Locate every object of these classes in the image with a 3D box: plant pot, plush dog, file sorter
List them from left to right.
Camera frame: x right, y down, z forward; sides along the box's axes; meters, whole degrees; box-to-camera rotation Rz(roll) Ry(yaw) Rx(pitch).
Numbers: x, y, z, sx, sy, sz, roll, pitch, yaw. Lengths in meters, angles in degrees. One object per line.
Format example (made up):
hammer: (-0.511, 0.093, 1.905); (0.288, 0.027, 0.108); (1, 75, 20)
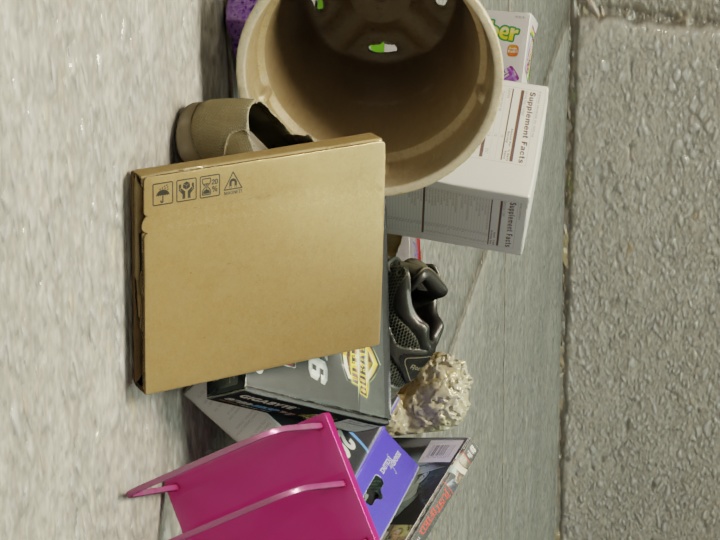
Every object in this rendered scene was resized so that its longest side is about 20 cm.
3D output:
file sorter: (-0.065, 0.221, 1.509); (0.200, 0.139, 0.125); (68, 15, 8)
plush dog: (-0.016, 0.064, 1.867); (0.160, 0.200, 0.172); (-6, 90, -36)
plant pot: (0.012, -0.186, 1.645); (0.184, 0.200, 0.201); (-82, 172, -62)

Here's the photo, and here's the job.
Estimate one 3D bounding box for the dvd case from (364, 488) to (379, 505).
dvd case: (-0.060, 0.281, 1.734); (0.025, 0.150, 0.200); (29, 61, -39)

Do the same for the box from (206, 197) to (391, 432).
box: (-0.046, 0.015, 1.629); (0.159, 0.046, 0.200); (18, 64, -43)

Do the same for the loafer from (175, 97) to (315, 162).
loafer: (-0.052, -0.056, 1.561); (0.200, 0.067, 0.076); (39, 52, -32)

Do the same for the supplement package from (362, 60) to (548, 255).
supplement package: (0.051, -0.099, 1.786); (0.114, 0.200, 0.110); (90, 10, -65)

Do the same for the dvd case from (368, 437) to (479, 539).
dvd case: (0.002, 0.222, 1.798); (0.022, 0.146, 0.200); (52, 53, -28)

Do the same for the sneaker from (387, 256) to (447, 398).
sneaker: (0.000, 0.000, 1.750); (0.199, 0.114, 0.076); (55, 20, 19)

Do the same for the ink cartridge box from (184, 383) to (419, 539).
ink cartridge box: (-0.031, 0.119, 1.702); (0.043, 0.200, 0.198); (-44, -176, 23)

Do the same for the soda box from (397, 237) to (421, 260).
soda box: (0.024, -0.022, 2.083); (0.070, 0.063, 0.200); (38, 48, -76)

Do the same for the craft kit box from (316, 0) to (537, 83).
craft kit box: (0.049, -0.139, 1.893); (0.049, 0.200, 0.198); (37, 59, -75)

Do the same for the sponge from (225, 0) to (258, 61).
sponge: (-0.070, -0.185, 1.721); (0.200, 0.030, 0.112); (78, 21, -56)

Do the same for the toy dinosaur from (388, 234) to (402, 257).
toy dinosaur: (0.004, -0.030, 1.967); (0.101, 0.058, 0.200); (-52, -130, 33)

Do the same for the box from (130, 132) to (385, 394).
box: (-0.071, -0.006, 1.507); (0.200, 0.021, 0.164); (-11, 113, -32)
